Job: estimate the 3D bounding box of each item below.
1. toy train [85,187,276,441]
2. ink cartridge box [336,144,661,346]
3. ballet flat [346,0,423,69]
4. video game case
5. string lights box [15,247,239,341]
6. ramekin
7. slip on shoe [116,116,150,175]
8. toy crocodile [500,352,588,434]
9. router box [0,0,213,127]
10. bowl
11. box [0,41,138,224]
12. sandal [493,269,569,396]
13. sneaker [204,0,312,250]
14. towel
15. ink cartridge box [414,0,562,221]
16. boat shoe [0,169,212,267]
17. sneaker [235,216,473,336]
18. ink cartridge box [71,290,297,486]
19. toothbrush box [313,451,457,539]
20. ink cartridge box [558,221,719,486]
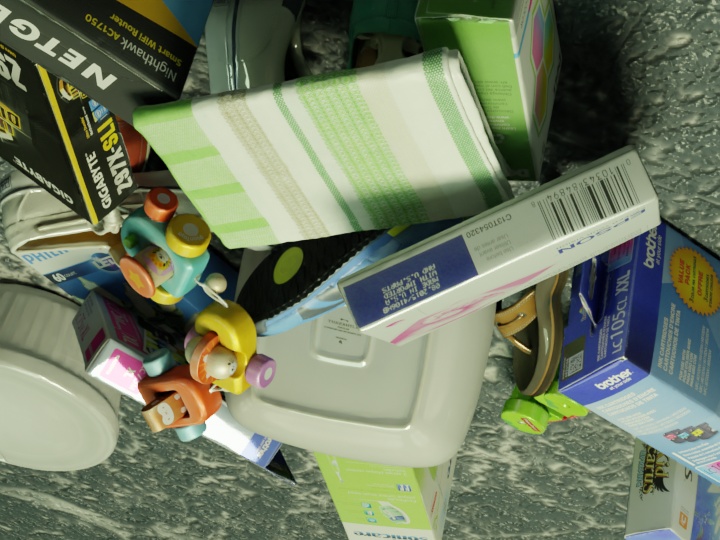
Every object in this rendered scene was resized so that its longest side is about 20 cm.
[{"bbox_3d":[-0.142,0.040,1.166,0.149,0.056,0.201,-4,116,42],"label":"toy train"},{"bbox_3d":[0.097,-0.009,1.063,0.195,0.044,0.200,-25,170,9],"label":"ink cartridge box"},{"bbox_3d":[0.016,-0.116,1.103,0.067,0.071,0.201,8,147,6],"label":"ballet flat"},{"bbox_3d":[0.289,0.174,1.324,0.045,0.182,0.200,-17,136,38],"label":"video game case"},{"bbox_3d":[-0.174,0.007,1.366,0.102,0.059,0.200,-16,136,40],"label":"string lights box"},{"bbox_3d":[-0.309,0.094,1.513,0.200,0.095,0.203,9,147,6],"label":"ramekin"},{"bbox_3d":[-0.196,-0.120,1.186,0.073,0.062,0.201,7,148,7],"label":"slip on shoe"},{"bbox_3d":[0.168,0.091,1.331,0.061,0.068,0.200,28,157,-12],"label":"toy crocodile"},{"bbox_3d":[-0.179,-0.199,0.984,0.199,0.150,0.051,32,143,-25],"label":"router box"},{"bbox_3d":[-0.005,0.042,1.223,0.198,0.202,0.075,11,-176,9],"label":"bowl"},{"bbox_3d":[-0.245,-0.139,1.107,0.199,0.049,0.160,34,152,27],"label":"box"},{"bbox_3d":[0.123,0.016,1.242,0.054,0.082,0.201,-2,143,-2],"label":"sandal"},{"bbox_3d":[-0.060,-0.097,1.125,0.070,0.073,0.201,5,128,13],"label":"sneaker"},{"bbox_3d":[-0.018,-0.073,0.996,0.198,0.031,0.149,-7,146,17],"label":"towel"},{"bbox_3d":[0.087,-0.125,1.033,0.059,0.104,0.201,3,145,16],"label":"ink cartridge box"},{"bbox_3d":[-0.170,-0.034,1.242,0.198,0.070,0.071,2,157,-27],"label":"boat shoe"},{"bbox_3d":[0.000,0.000,1.151,0.199,0.066,0.078,-34,131,24],"label":"sneaker"},{"bbox_3d":[-0.134,0.093,1.328,0.199,0.042,0.119,34,-174,-23],"label":"ink cartridge box"},{"bbox_3d":[0.025,0.121,1.380,0.085,0.147,0.201,4,145,14],"label":"toothbrush box"},{"bbox_3d":[0.222,0.051,1.210,0.199,0.137,0.076,30,142,-22],"label":"ink cartridge box"}]
